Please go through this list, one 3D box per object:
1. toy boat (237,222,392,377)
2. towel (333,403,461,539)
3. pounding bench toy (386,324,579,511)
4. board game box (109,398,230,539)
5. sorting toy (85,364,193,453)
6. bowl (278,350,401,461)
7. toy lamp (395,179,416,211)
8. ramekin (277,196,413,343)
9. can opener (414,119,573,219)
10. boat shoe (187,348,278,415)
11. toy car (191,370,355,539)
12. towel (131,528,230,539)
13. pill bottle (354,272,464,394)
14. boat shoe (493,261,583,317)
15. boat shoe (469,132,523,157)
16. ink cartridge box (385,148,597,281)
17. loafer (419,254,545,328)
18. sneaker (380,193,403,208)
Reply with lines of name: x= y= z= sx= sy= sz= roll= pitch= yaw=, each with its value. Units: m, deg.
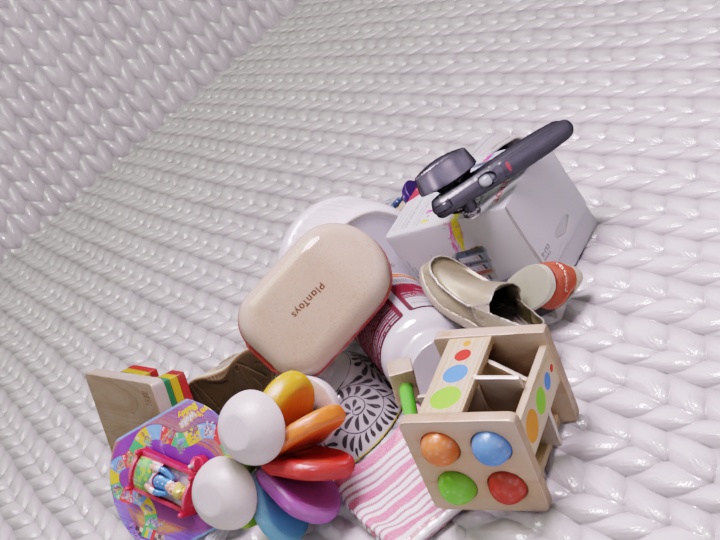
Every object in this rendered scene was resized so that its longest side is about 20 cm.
toy boat: x=-0.050 y=0.038 z=1.587 sx=0.200 sy=0.130 sz=0.131 roll=-47 pitch=-8 yaw=-4
towel: x=0.055 y=0.230 z=1.434 sx=0.146 sy=0.030 sz=0.200 roll=-41 pitch=23 yaw=-7
pounding bench toy: x=0.098 y=0.158 z=1.331 sx=0.199 sy=0.125 sz=0.156 roll=-5 pitch=36 yaw=29
board game box: x=-0.234 y=0.255 z=1.588 sx=0.200 sy=0.158 sz=0.039 roll=-30 pitch=-12 yaw=21
sorting toy: x=-0.265 y=0.221 z=1.728 sx=0.069 sy=0.200 sz=0.200 roll=-25 pitch=14 yaw=-34
bowl: x=-0.051 y=0.163 z=1.633 sx=0.200 sy=0.094 sz=0.201 roll=-31 pitch=22 yaw=15
toy lamp: x=0.027 y=-0.048 z=1.919 sx=0.200 sy=0.058 sz=0.058 roll=-46 pitch=15 yaw=35
ramekin: x=0.000 y=0.000 z=1.726 sx=0.200 sy=0.200 sz=0.105 roll=-46 pitch=21 yaw=-21
can opener: x=0.165 y=-0.124 z=1.543 sx=0.199 sy=0.079 sz=0.063 roll=-27 pitch=17 yaw=-2
boat shoe: x=-0.160 y=0.144 z=1.687 sx=0.200 sy=0.072 sz=0.065 roll=-37 pitch=-2 yaw=40
toy car: x=-0.080 y=0.222 z=1.472 sx=0.175 sy=0.150 sz=0.201 roll=-10 pitch=-52 yaw=-58
towel: x=-0.259 y=0.378 z=1.618 sx=0.200 sy=0.024 sz=0.147 roll=-18 pitch=29 yaw=39
pill bottle: x=0.065 y=0.085 z=1.582 sx=0.113 sy=0.113 sz=0.200 roll=-38 pitch=26 yaw=-2
boat shoe: x=0.181 y=0.040 z=1.571 sx=0.062 sy=0.071 sz=0.200 roll=-8 pitch=-16 yaw=-40
boat shoe: x=0.177 y=-0.130 z=1.900 sx=0.066 sy=0.072 sz=0.200 roll=-4 pitch=35 yaw=48
ink cartridge box: x=0.168 y=-0.053 z=1.659 sx=0.199 sy=0.145 sz=0.146 roll=-12 pitch=33 yaw=42
loafer: x=0.149 y=0.037 z=1.505 sx=0.075 sy=0.068 sz=0.200 roll=-15 pitch=45 yaw=-42
sneaker: x=0.065 y=-0.092 z=1.976 sx=0.199 sy=0.075 sz=0.088 roll=-27 pitch=24 yaw=24
